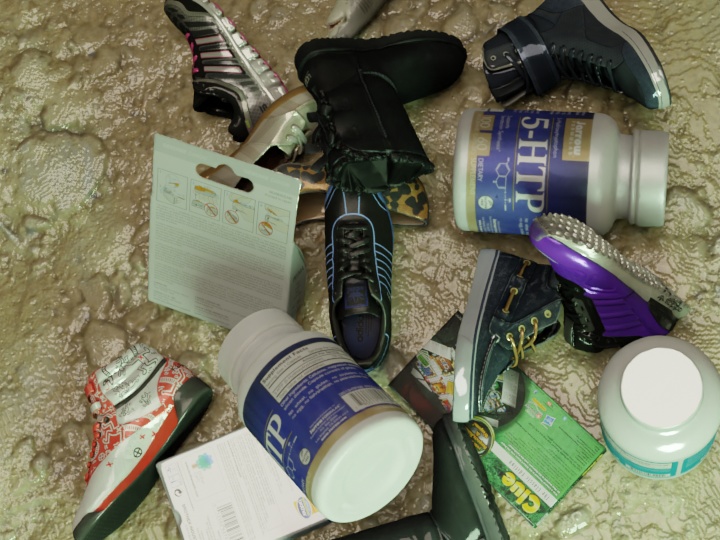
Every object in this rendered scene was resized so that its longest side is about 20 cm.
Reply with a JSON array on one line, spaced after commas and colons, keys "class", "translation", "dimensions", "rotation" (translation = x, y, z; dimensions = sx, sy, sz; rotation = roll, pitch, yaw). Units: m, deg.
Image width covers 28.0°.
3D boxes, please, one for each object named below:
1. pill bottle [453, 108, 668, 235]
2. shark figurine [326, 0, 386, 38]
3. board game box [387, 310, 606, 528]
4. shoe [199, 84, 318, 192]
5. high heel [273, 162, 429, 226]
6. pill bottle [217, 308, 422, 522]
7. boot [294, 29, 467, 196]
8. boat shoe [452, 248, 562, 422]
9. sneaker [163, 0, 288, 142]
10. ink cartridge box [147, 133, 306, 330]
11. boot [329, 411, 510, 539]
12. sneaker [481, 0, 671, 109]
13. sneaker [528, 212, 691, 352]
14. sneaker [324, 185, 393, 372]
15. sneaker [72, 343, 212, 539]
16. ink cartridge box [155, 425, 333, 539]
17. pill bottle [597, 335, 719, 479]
[{"class": "pill bottle", "translation": [0.195, -0.094, 1.403], "dimensions": [0.199, 0.120, 0.121], "rotation": [3, 76, 11]}, {"class": "shark figurine", "translation": [0.049, -0.319, 1.510], "dimensions": [0.089, 0.214, 0.129], "rotation": [29, 45, -20]}, {"class": "board game box", "translation": [0.132, 0.144, 1.411], "dimensions": [0.105, 0.023, 0.200], "rotation": [-45, 72, -4]}, {"class": "shoe", "translation": [-0.095, -0.115, 1.496], "dimensions": [0.200, 0.070, 0.053], "rotation": [-40, 53, 8]}, {"class": "high heel", "translation": [-0.034, -0.050, 1.469], "dimensions": [0.200, 0.071, 0.143], "rotation": [-41, 71, -7]}, {"class": "pill bottle", "translation": [-0.045, 0.128, 1.349], "dimensions": [0.120, 0.120, 0.200], "rotation": [-45, 51, -3]}, {"class": "boot", "translation": [0.033, -0.158, 1.436], "dimensions": [0.197, 0.074, 0.163], "rotation": [-5, 54, -21]}, {"class": "boat shoe", "translation": [0.142, 0.061, 1.376], "dimensions": [0.090, 0.071, 0.201], "rotation": [9, 51, 9]}, {"class": "sneaker", "translation": [-0.156, -0.214, 1.533], "dimensions": [0.087, 0.074, 0.200], "rotation": [-39, 77, -8]}, {"class": "ink cartridge box", "translation": [-0.131, -0.035, 1.432], "dimensions": [0.161, 0.050, 0.201], "rotation": [18, 124, 15]}, {"class": "boot", "translation": [0.029, 0.243, 1.370], "dimensions": [0.199, 0.066, 0.166], "rotation": [-21, 84, 9]}, {"class": "sneaker", "translation": [0.207, -0.195, 1.434], "dimensions": [0.146, 0.077, 0.203], "rotation": [-30, 45, -3]}, {"class": "sneaker", "translation": [0.218, 0.027, 1.354], "dimensions": [0.100, 0.200, 0.070], "rotation": [-51, 32, 14]}, {"class": "sneaker", "translation": [0.000, 0.000, 1.416], "dimensions": [0.070, 0.078, 0.201], "rotation": [-7, 94, 4]}, {"class": "sneaker", "translation": [-0.248, 0.170, 1.455], "dimensions": [0.108, 0.067, 0.202], "rotation": [34, 80, 18]}, {"class": "ink cartridge box", "translation": [-0.089, 0.209, 1.425], "dimensions": [0.199, 0.042, 0.120], "rotation": [-24, 72, 3]}, {"class": "pill bottle", "translation": [0.269, 0.122, 1.297], "dimensions": [0.110, 0.200, 0.112], "rotation": [-3, 75, 9]}]
